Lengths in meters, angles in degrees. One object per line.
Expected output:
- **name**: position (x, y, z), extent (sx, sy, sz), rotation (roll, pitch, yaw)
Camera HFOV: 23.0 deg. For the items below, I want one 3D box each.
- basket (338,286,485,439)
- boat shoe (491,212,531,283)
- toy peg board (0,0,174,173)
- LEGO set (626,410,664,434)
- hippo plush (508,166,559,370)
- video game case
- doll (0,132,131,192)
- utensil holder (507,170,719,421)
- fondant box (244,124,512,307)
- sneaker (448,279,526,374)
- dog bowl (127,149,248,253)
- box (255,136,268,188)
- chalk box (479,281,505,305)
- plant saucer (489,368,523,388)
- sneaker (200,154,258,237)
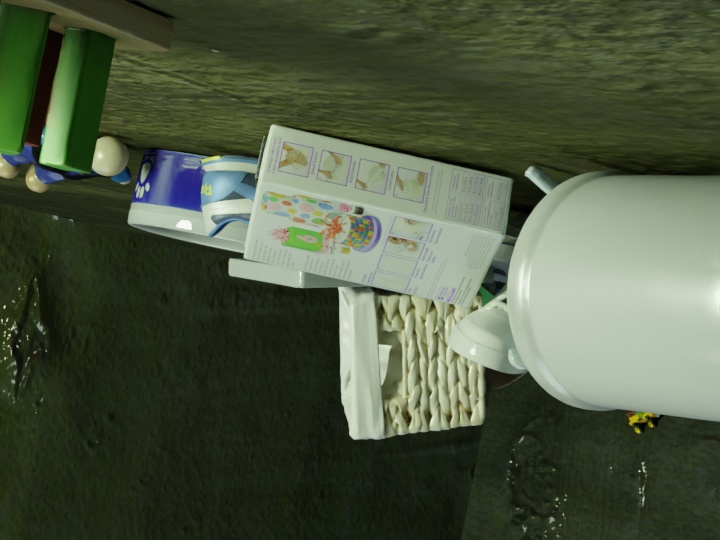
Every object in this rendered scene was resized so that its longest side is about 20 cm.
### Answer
- **basket**: position (0.045, 0.074, 1.638), extent (0.123, 0.136, 0.200), rotation (-2, -174, -3)
- **boat shoe**: position (0.152, -0.024, 1.651), extent (0.199, 0.065, 0.074), rotation (17, 160, 23)
- **toy peg board**: position (-0.248, -0.124, 0.983), extent (0.199, 0.098, 0.200), rotation (9, 176, 35)
- **LEGO set**: position (0.274, 0.033, 1.513), extent (0.116, 0.200, 0.154), rotation (51, 159, 0)
- **hippo plush**: position (0.208, 0.024, 1.381), extent (0.159, 0.161, 0.200), rotation (11, 177, 17)
- **video game case**: position (0.000, 0.000, 1.605), extent (0.199, 0.018, 0.143), rotation (-1, -176, -30)
- **doll**: position (-0.295, -0.114, 1.814), extent (0.136, 0.049, 0.200), rotation (25, 164, -33)
- **utensil holder**: position (0.225, 0.018, 1.176), extent (0.170, 0.171, 0.200), rotation (13, 175, -34)
- **fondant box**: position (0.011, -0.042, 1.444), extent (0.199, 0.058, 0.144), rotation (11, 154, -4)
- **sneaker**: position (0.136, 0.016, 1.483), extent (0.074, 0.116, 0.200), rotation (25, -165, 11)
- **dog bowl**: position (-0.137, -0.066, 1.839), extent (0.199, 0.079, 0.200), rotation (11, 177, 1)
- **box**: position (0.008, -0.072, 1.547), extent (0.199, 0.038, 0.137), rotation (12, 177, -2)
- **chalk box**: position (0.094, 0.023, 1.820), extent (0.124, 0.124, 0.200), rotation (40, 175, -5)
- **plant saucer**: position (0.196, 0.039, 1.781), extent (0.032, 0.200, 0.200), rotation (45, 174, -3)
- **sneaker**: position (-0.057, -0.056, 1.676), extent (0.199, 0.083, 0.074), rotation (9, 176, 3)
